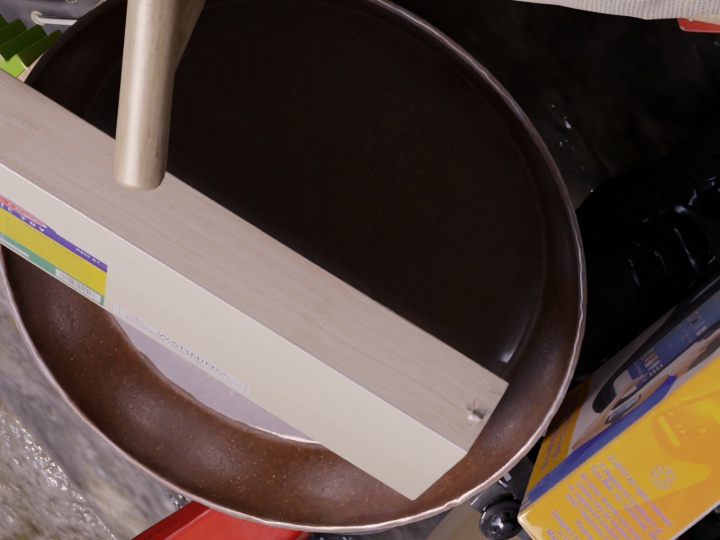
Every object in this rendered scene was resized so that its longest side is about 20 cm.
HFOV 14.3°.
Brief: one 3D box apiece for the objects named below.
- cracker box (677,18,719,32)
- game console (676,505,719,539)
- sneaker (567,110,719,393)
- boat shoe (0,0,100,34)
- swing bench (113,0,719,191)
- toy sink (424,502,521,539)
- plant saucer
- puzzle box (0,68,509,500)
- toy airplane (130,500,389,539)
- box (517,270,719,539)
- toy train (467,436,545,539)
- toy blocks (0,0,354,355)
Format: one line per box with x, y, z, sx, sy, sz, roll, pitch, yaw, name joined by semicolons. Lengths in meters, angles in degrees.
0.135;-0.163;0.824;0.134;0.058;0.200;6;129;39;cracker box
0.128;0.158;1.006;0.200;0.119;0.172;51;-171;-25;game console
0.096;0.000;0.984;0.060;0.104;0.200;51;144;-6;sneaker
-0.075;-0.110;1.076;0.200;0.072;0.068;-2;127;48;boat shoe
0.046;-0.118;0.752;0.199;0.130;0.200;11;132;6;swing bench
0.084;0.209;1.180;0.112;0.130;0.200;9;130;39;toy sink
-0.021;-0.009;0.925;0.200;0.034;0.200;8;119;15;plant saucer
-0.054;0.000;0.856;0.200;0.025;0.133;32;169;0;puzzle box
-0.054;0.143;1.201;0.199;0.200;0.141;-24;101;48;toy airplane
0.139;0.012;0.884;0.200;0.119;0.041;-42;94;16;box
0.115;0.112;1.072;0.200;0.046;0.034;34;-162;-36;toy train
-0.031;-0.040;0.977;0.200;0.100;0.137;53;133;-1;toy blocks
